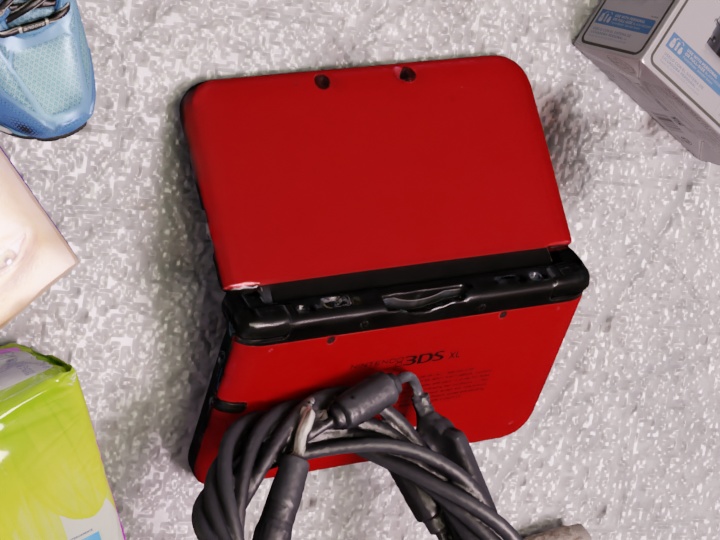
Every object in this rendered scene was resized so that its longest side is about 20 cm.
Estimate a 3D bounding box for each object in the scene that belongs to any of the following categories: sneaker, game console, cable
[{"bbox_3d":[-0.163,-0.144,1.118,0.078,0.090,0.200,-30,116,-21],"label":"sneaker"},{"bbox_3d":[0.000,0.000,1.292,0.200,0.119,0.173,-7,136,-29],"label":"game console"},{"bbox_3d":[0.007,0.152,1.218,0.163,0.051,0.200,-17,85,-36],"label":"cable"}]

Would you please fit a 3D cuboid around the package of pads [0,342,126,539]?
[{"bbox_3d":[-0.207,0.133,1.170,0.200,0.068,0.155,-24,113,-24],"label":"package of pads"}]

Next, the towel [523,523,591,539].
[{"bbox_3d":[0.071,0.244,1.381,0.132,0.034,0.200,-12,107,-29],"label":"towel"}]

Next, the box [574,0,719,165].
[{"bbox_3d":[0.216,-0.165,1.356,0.117,0.060,0.200,39,80,-31],"label":"box"}]

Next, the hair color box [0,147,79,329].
[{"bbox_3d":[-0.224,-0.050,1.121,0.109,0.065,0.200,-42,120,-17],"label":"hair color box"}]
